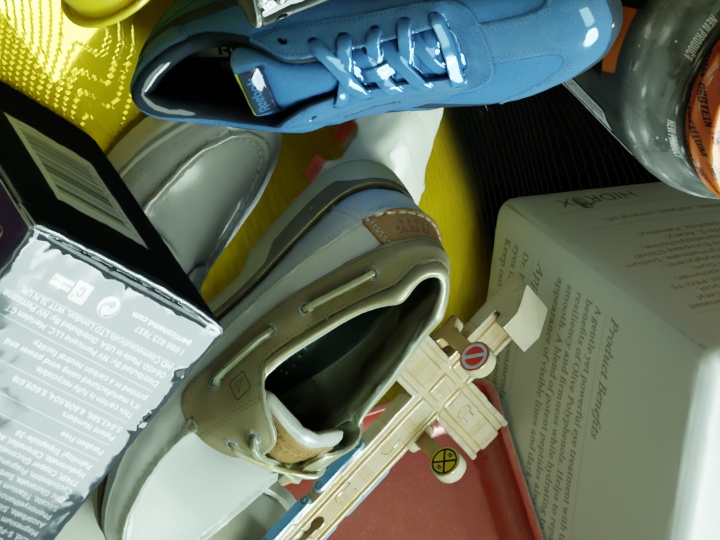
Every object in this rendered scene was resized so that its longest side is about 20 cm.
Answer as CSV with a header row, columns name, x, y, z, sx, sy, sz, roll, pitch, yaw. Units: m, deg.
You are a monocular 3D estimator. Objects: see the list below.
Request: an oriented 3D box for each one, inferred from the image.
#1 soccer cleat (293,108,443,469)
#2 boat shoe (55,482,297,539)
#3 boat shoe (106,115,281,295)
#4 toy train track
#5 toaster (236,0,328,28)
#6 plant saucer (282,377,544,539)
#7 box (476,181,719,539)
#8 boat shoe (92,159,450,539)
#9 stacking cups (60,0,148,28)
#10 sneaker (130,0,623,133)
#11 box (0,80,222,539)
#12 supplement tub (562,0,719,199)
name,x,y,z,sx,sy,sz,roll,pitch,yaw
soccer cleat,0.000,0.000,1.225,0.077,0.069,0.201,29,116,3
boat shoe,-0.125,0.121,1.239,0.199,0.060,0.074,-10,95,-18
boat shoe,-0.099,0.011,1.187,0.200,0.069,0.072,-44,132,5
toy train track,0.011,0.087,1.223,0.200,0.033,0.115,-46,139,-2
toaster,0.011,-0.215,1.057,0.199,0.119,0.182,-23,131,-14
plant saucer,-0.006,0.171,1.278,0.199,0.201,0.037,-17,168,-2
box,0.173,0.078,1.301,0.199,0.171,0.200,-7,117,-29
boat shoe,-0.038,0.051,1.160,0.074,0.068,0.200,19,114,-41
stacking cups,-0.143,-0.169,1.040,0.060,0.061,0.200,-42,133,3
sneaker,0.003,-0.081,1.099,0.078,0.199,0.066,-50,131,-51
box,-0.172,0.039,1.112,0.104,0.148,0.200,30,103,-40
supplement tub,0.131,-0.111,1.144,0.122,0.200,0.123,-15,128,-20
